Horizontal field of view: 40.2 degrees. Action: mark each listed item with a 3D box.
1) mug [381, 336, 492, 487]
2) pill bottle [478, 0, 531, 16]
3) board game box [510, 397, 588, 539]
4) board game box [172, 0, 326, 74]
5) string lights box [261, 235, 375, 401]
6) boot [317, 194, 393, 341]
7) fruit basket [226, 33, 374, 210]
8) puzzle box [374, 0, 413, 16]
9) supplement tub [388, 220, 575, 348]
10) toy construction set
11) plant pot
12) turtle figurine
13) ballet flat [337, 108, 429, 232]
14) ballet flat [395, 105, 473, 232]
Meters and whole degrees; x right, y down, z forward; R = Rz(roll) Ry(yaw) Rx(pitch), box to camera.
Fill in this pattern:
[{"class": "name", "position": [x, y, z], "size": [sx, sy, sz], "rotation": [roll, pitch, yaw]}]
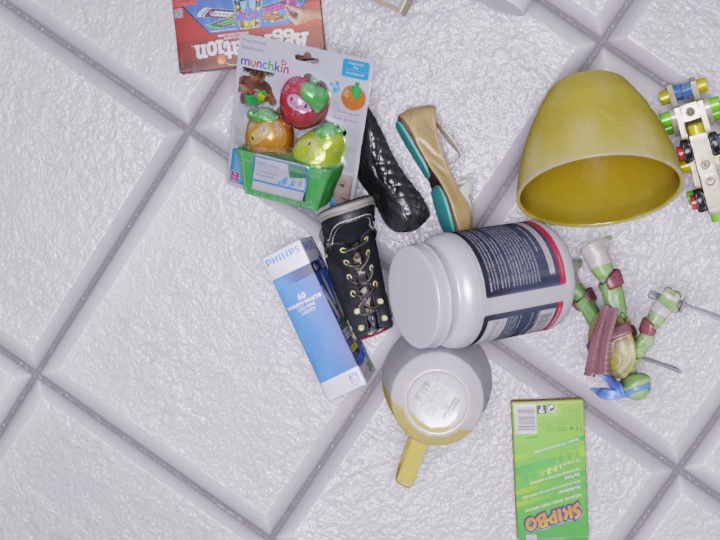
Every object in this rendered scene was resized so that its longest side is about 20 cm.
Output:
[{"class": "mug", "position": [0.101, 0.170, 1.250], "size": [0.148, 0.153, 0.189], "rotation": [-11, 93, 5]}, {"class": "pill bottle", "position": [0.208, -0.428, 1.224], "size": [0.112, 0.112, 0.202], "rotation": [24, 95, 3]}, {"class": "board game box", "position": [0.251, 0.271, 1.307], "size": [0.094, 0.030, 0.202], "rotation": [-3, 91, 6]}, {"class": "board game box", "position": [-0.148, -0.323, 1.307], "size": [0.198, 0.019, 0.104], "rotation": [-6, 94, 5]}, {"class": "string lights box", "position": [-0.053, 0.060, 1.280], "size": [0.059, 0.103, 0.202], "rotation": [-25, 92, 8]}, {"class": "boot", "position": [0.001, 0.000, 1.213], "size": [0.073, 0.204, 0.155], "rotation": [-17, 81, -8]}, {"class": "fruit basket", "position": [-0.084, -0.183, 1.251], "size": [0.183, 0.094, 0.202], "rotation": [15, 117, 14]}, {"class": "puzzle box", "position": [0.001, -0.428, 1.254], "size": [0.199, 0.025, 0.134], "rotation": [30, 104, 15]}, {"class": "supplement tub", "position": [0.149, 0.018, 1.208], "size": [0.198, 0.140, 0.142], "rotation": [-8, 93, -26]}, {"class": "toy construction set", "position": [0.432, -0.138, 1.223], "size": [0.092, 0.131, 0.201], "rotation": [-31, 96, 19]}, {"class": "plant pot", "position": [0.287, -0.159, 1.211], "size": [0.198, 0.200, 0.144], "rotation": [-2, 69, 5]}, {"class": "turtle figurine", "position": [0.342, 0.057, 1.244], "size": [0.198, 0.144, 0.195], "rotation": [-26, 76, -4]}, {"class": "ballet flat", "position": [0.025, -0.142, 1.296], "size": [0.066, 0.057, 0.202], "rotation": [-26, 90, 48]}, {"class": "ballet flat", "position": [0.112, -0.122, 1.277], "size": [0.063, 0.069, 0.202], "rotation": [-25, 92, -8]}]
